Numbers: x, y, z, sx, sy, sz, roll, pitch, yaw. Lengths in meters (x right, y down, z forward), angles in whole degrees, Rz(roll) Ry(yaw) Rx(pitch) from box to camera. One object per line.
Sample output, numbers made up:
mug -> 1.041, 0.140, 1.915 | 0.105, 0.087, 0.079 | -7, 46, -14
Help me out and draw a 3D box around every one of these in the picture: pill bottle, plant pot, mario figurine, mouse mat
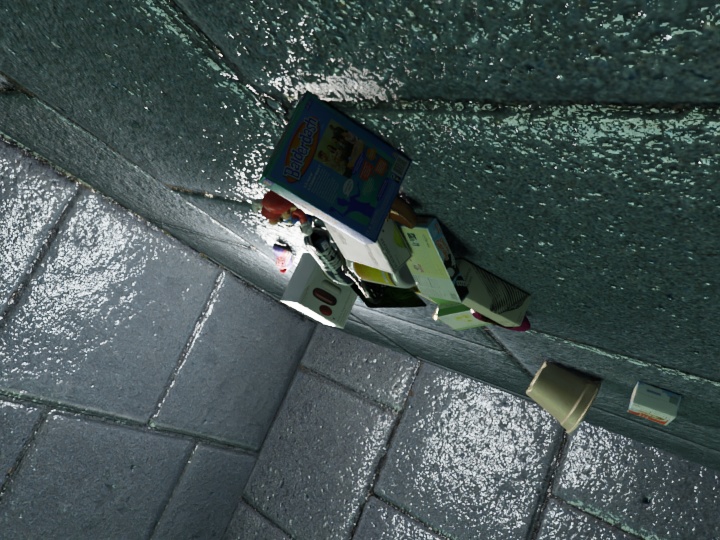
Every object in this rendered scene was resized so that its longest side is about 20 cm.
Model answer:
pill bottle -> 0.054, -0.022, 1.293 | 0.109, 0.110, 0.199 | 34, 164, -38
plant pot -> 0.671, 0.410, 1.777 | 0.183, 0.201, 0.201 | 33, 171, 19
mario figurine -> -0.193, -0.131, 1.312 | 0.122, 0.107, 0.200 | -15, 165, 12
mouse mat -> 0.076, 0.067, 1.530 | 0.198, 0.008, 0.161 | 2, -155, -28

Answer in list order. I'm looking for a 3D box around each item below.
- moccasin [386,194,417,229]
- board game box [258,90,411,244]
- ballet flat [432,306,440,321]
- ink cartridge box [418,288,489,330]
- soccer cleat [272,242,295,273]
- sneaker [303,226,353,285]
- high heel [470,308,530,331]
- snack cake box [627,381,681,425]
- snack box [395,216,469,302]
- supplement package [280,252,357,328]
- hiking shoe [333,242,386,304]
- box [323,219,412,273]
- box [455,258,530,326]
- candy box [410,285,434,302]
moccasin -> 0.014, -0.126, 1.007 | 0.200, 0.078, 0.074 | 26, 168, -6
board game box -> -0.035, -0.154, 0.816 | 0.199, 0.153, 0.045 | 30, 167, -20
ballet flat -> 0.276, 0.120, 1.606 | 0.066, 0.070, 0.199 | 57, 155, -15
ink cartridge box -> 0.266, 0.095, 1.421 | 0.145, 0.048, 0.199 | -17, 144, 40
soccer cleat -> -0.288, -0.044, 1.945 | 0.068, 0.074, 0.200 | 23, 168, 8
sneaker -> -0.084, -0.041, 1.483 | 0.200, 0.070, 0.109 | 47, 165, 1
high heel -> 0.357, 0.127, 1.328 | 0.198, 0.068, 0.096 | 22, -154, -16
snack cake box -> 0.872, 0.399, 1.573 | 0.114, 0.068, 0.200 | 16, 165, 27
snack box -> 0.144, -0.024, 1.115 | 0.116, 0.037, 0.201 | 10, 138, 49
supplement package -> -0.128, 0.066, 1.816 | 0.199, 0.193, 0.147 | 30, 166, -28
hiking shoe -> 0.000, 0.000, 1.441 | 0.100, 0.075, 0.201 | -3, 116, 61
box -> 0.013, -0.071, 1.145 | 0.199, 0.060, 0.117 | 18, 144, 57
box -> 0.288, 0.053, 1.227 | 0.199, 0.083, 0.068 | 26, 168, -12
candy box -> 0.165, 0.040, 1.531 | 0.199, 0.027, 0.102 | 28, 163, -13
